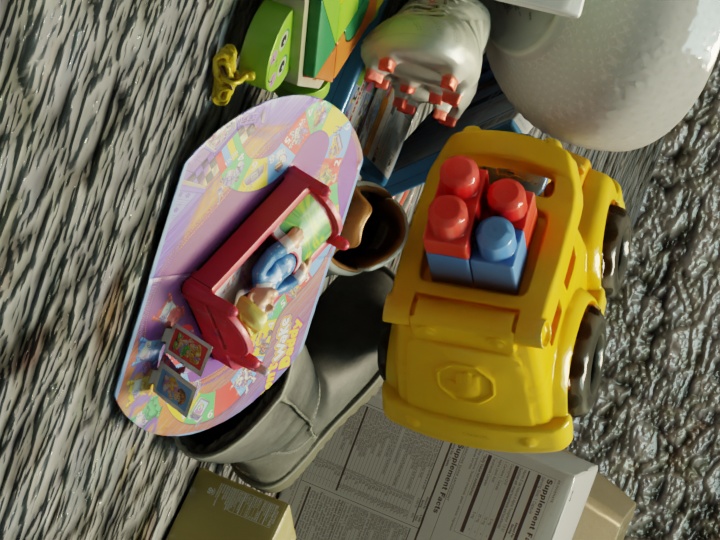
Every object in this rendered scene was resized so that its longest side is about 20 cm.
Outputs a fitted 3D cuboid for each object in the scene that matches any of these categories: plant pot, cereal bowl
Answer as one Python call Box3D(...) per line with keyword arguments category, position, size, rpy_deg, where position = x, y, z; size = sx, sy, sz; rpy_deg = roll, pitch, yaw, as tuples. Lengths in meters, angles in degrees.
Box3D(category="plant pot", position=(0.224, 0.318, 2.950), size=(0.200, 0.176, 0.201), rpy_deg=(-17, 126, -76))
Box3D(category="cereal bowl", position=(0.130, -0.173, 1.463), size=(0.083, 0.200, 0.201), rpy_deg=(0, 118, -32))

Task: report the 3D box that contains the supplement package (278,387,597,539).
Box3D(category="supplement package", position=(0.053, 0.182, 1.823), size=(0.152, 0.199, 0.151), rpy_deg=(8, 102, -78))

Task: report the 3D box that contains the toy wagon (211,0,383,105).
Box3D(category="toy wagon", position=(-0.019, -0.155, 1.282), size=(0.155, 0.039, 0.200), rpy_deg=(97, 18, -51))

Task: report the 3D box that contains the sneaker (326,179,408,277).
Box3D(category="sneaker", position=(-0.011, -0.019, 1.460), size=(0.200, 0.084, 0.073), rpy_deg=(24, 86, -80))

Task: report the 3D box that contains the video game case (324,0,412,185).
Box3D(category="video game case", position=(0.020, -0.137, 1.519), size=(0.200, 0.018, 0.144), rpy_deg=(38, 74, -78))

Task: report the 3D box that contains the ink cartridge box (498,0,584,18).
Box3D(category="ink cartridge box", position=(0.089, -0.251, 1.338), size=(0.145, 0.087, 0.201), rpy_deg=(-122, -135, -75))

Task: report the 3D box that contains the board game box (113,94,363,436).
Box3D(category="board game box", position=(-0.049, 0.007, 1.296), size=(0.158, 0.039, 0.201), rpy_deg=(-8, 122, -54))

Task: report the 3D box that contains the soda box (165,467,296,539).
Box3D(category="soda box", position=(-0.109, 0.228, 1.496), size=(0.068, 0.064, 0.201), rpy_deg=(84, 29, -66))

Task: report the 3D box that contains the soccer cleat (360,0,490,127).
Box3D(category="soccer cleat", position=(0.041, -0.133, 1.394), size=(0.200, 0.069, 0.078), rpy_deg=(37, 70, -85))

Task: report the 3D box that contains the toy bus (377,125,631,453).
Box3D(category="toy bus", position=(0.083, -0.019, 1.483), size=(0.192, 0.135, 0.201), rpy_deg=(76, 28, -55))

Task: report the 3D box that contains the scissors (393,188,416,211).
Box3D(category="scissors", position=(0.000, 0.000, 1.720), size=(0.073, 0.014, 0.201), rpy_deg=(94, 18, -61))

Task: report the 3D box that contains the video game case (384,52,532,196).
Box3D(category="video game case", position=(0.101, -0.125, 1.684), size=(0.143, 0.018, 0.200), rpy_deg=(-23, -161, 44))

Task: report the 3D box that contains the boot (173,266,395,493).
Box3D(category="boot", position=(-0.041, 0.052, 1.487), size=(0.182, 0.072, 0.200), rpy_deg=(-60, 162, -10))
